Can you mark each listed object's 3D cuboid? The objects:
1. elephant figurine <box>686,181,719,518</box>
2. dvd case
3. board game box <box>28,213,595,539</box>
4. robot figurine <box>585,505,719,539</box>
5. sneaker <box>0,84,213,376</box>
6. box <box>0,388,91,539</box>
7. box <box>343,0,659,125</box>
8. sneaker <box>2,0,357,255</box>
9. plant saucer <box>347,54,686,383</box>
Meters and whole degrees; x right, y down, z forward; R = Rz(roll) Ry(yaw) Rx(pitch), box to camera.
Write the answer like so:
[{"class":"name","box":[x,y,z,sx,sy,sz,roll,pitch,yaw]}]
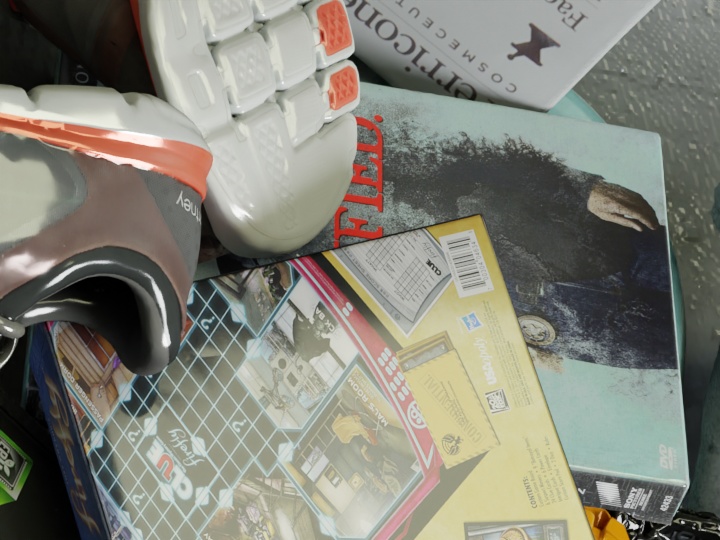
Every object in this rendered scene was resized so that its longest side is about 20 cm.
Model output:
[{"class":"elephant figurine","box":[0.210,0.058,1.054,0.141,0.156,0.200,28,20,33]},{"class":"dvd case","box":[0.000,0.000,0.893,0.199,0.022,0.146,9,49,-9]},{"class":"board game box","box":[0.000,0.094,0.803,0.135,0.035,0.201,-13,73,-18]},{"class":"robot figurine","box":[0.055,0.121,0.912,0.200,0.058,0.145,35,58,-20]},{"class":"sneaker","box":[-0.126,-0.009,0.741,0.199,0.077,0.082,4,73,-25]},{"class":"box","box":[-0.092,0.159,0.782,0.193,0.047,0.200,43,47,-9]},{"class":"box","box":[0.037,-0.182,0.985,0.199,0.131,0.200,38,44,-6]},{"class":"sneaker","box":[-0.068,-0.090,0.885,0.077,0.082,0.201,-12,75,-43]},{"class":"plant saucer","box":[0.044,-0.004,0.991,0.199,0.036,0.201,19,57,-32]}]
